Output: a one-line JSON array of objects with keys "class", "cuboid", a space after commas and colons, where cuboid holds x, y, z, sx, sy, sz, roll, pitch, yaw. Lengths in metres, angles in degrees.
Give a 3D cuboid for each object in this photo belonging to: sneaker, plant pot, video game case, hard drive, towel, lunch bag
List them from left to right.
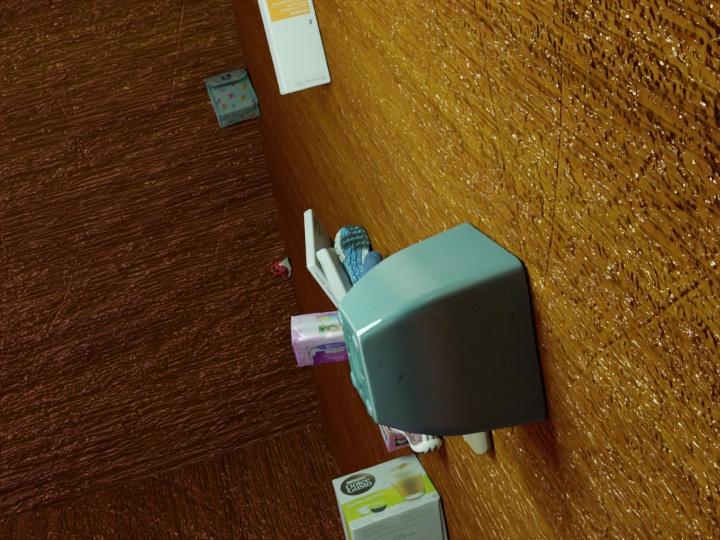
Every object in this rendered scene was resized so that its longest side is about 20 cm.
[{"class": "lunch bag", "cuboid": [-0.490, -0.670, 3.480, 0.122, 0.167, 0.203, 94, 156, -68]}, {"class": "sneaker", "cuboid": [-0.344, -0.014, 3.940, 0.200, 0.083, 0.079, 115, 139, -76]}, {"class": "video game case", "cuboid": [-0.063, -0.007, 1.939, 0.183, 0.023, 0.202, 55, -164, -33]}, {"class": "hard drive", "cuboid": [-0.028, 0.016, 1.923, 0.134, 0.026, 0.200, 64, -166, 4]}, {"class": "sneaker", "cuboid": [0.000, 0.000, 1.891, 0.087, 0.074, 0.203, 75, 177, -60]}, {"class": "towel", "cuboid": [0.034, 0.059, 1.688, 0.201, 0.047, 0.113, -96, -5, -57]}, {"class": "sneaker", "cuboid": [0.097, 0.256, 1.743, 0.199, 0.074, 0.118, -151, 50, -63]}, {"class": "plant pot", "cuboid": [0.083, 0.081, 1.096, 0.196, 0.196, 0.200, -128, 24, -69]}]

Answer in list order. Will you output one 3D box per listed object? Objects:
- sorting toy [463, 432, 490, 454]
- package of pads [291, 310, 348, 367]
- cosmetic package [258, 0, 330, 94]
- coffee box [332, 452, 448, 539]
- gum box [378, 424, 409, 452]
[{"class": "sorting toy", "cuboid": [0.142, 0.156, 1.395, 0.200, 0.036, 0.189, -139, 35, -67]}, {"class": "package of pads", "cuboid": [-0.050, 0.144, 1.998, 0.121, 0.195, 0.077, 80, -178, -54]}, {"class": "cosmetic package", "cuboid": [-0.134, -0.466, 1.839, 0.071, 0.099, 0.204, -145, 40, -75]}, {"class": "coffee box", "cuboid": [0.068, 0.547, 1.955, 0.198, 0.196, 0.204, -128, 23, -68]}, {"class": "gum box", "cuboid": [0.061, 0.280, 1.972, 0.114, 0.065, 0.203, 87, 165, -59]}]
